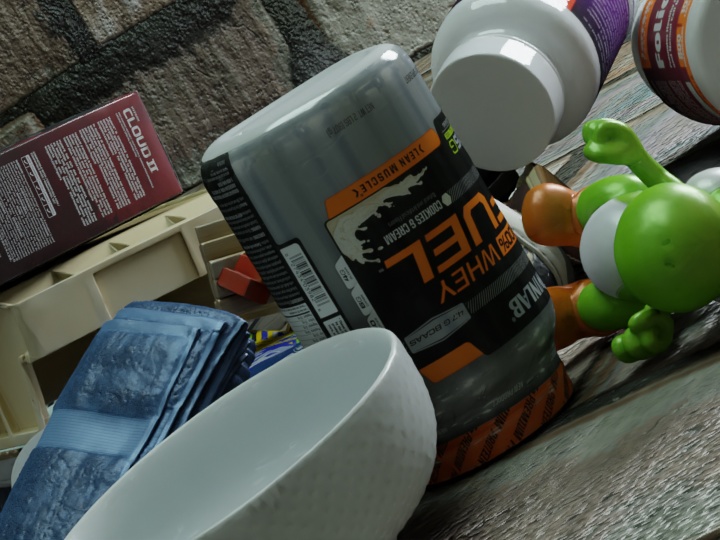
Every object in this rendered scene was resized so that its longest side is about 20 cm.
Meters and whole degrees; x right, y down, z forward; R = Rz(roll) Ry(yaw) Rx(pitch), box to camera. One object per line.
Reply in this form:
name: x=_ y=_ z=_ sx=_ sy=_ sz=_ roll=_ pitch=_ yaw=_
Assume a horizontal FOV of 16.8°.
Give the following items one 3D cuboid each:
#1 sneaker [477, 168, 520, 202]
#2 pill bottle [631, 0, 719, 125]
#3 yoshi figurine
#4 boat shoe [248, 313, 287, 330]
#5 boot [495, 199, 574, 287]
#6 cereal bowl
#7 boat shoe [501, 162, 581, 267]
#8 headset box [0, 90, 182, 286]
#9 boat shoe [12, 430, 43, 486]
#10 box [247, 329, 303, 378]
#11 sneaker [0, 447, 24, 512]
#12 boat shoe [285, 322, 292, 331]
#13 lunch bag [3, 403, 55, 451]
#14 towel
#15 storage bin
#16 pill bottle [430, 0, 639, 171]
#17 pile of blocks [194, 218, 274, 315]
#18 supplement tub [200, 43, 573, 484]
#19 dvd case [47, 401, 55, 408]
sneaker: x=0.055 y=-0.041 z=1.585 sx=0.099 sy=0.070 sz=0.201 roll=-18 pitch=44 yaw=17
pill bottle: x=0.243 y=-0.150 z=1.577 sx=0.114 sy=0.115 sz=0.200 roll=-32 pitch=8 yaw=-3
yoshi figurine: x=0.138 y=-0.012 z=1.210 sx=0.112 sy=0.112 sz=0.200 roll=-51 pitch=18 yaw=-23
boat shoe: x=-0.061 y=0.033 z=1.801 sx=0.200 sy=0.065 sz=0.072 roll=-53 pitch=8 yaw=30
boot: x=0.007 y=-0.004 z=1.371 sx=0.154 sy=0.203 sz=0.074 roll=-48 pitch=-15 yaw=-50
cereal bowl: x=-0.044 y=0.118 z=1.122 sx=0.199 sy=0.084 sz=0.200 roll=-34 pitch=11 yaw=8
boat shoe: x=0.111 y=-0.019 z=1.499 sx=0.072 sy=0.072 sz=0.200 roll=-52 pitch=7 yaw=5
headset box: x=-0.222 y=-0.037 z=1.536 sx=0.148 sy=0.078 sz=0.200 roll=-19 pitch=9 yaw=42
boat shoe: x=-0.107 y=0.125 z=1.378 sx=0.199 sy=0.066 sz=0.072 roll=-8 pitch=54 yaw=34
box: x=-0.052 y=0.080 z=1.459 sx=0.064 sy=0.070 sz=0.200 roll=-32 pitch=8 yaw=-15
sneaker: x=-0.259 y=0.173 z=1.449 sx=0.199 sy=0.109 sz=0.070 roll=-10 pitch=-2 yaw=-40
boat shoe: x=-0.017 y=0.032 z=1.638 sx=0.200 sy=0.067 sz=0.074 roll=-36 pitch=8 yaw=-29
lunch bag: x=-0.184 y=0.131 z=1.636 sx=0.199 sy=0.077 sz=0.160 roll=-31 pitch=9 yaw=2
towel: x=-0.139 y=0.108 z=1.318 sx=0.111 sy=0.049 sz=0.201 roll=5 pitch=61 yaw=42
storage bin: x=-0.175 y=0.033 z=1.557 sx=0.199 sy=0.094 sz=0.198 roll=-27 pitch=7 yaw=-34
pill bottle: x=0.110 y=-0.148 z=1.582 sx=0.111 sy=0.112 sz=0.200 roll=-27 pitch=19 yaw=32
pile of blocks: x=0.000 y=0.000 z=1.460 sx=0.198 sy=0.083 sz=0.062 roll=8 pitch=1 yaw=-9
supplement tub: x=0.017 y=-0.002 z=1.222 sx=0.122 sy=0.201 sz=0.123 roll=-31 pitch=9 yaw=5
dvd case: x=-0.162 y=0.041 z=1.779 sx=0.200 sy=0.016 sz=0.149 roll=-48 pitch=10 yaw=6
